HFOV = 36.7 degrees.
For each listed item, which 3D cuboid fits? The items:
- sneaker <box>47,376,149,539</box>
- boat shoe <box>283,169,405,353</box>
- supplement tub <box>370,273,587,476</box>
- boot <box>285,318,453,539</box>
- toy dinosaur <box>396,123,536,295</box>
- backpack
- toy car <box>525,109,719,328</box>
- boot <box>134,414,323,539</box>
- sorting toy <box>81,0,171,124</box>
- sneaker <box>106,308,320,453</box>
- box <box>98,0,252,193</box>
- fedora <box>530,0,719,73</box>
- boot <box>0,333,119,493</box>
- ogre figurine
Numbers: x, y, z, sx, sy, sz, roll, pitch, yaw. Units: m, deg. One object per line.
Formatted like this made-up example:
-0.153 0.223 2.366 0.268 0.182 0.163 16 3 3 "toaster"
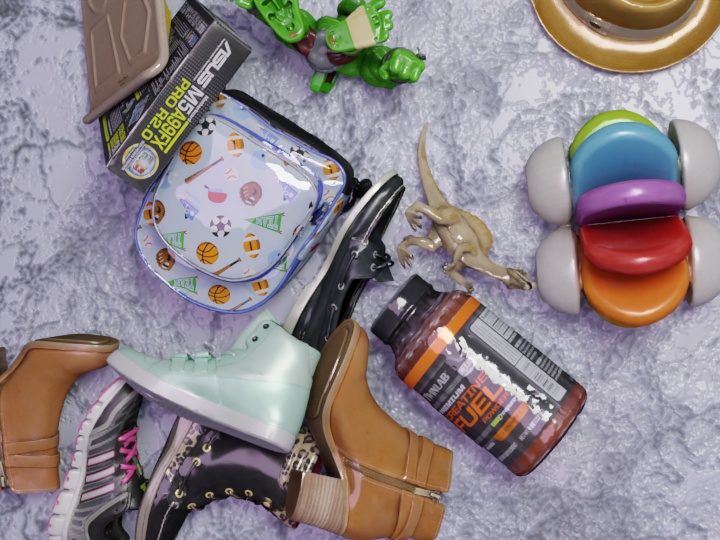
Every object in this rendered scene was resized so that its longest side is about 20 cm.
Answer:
-0.244 0.200 1.098 0.087 0.074 0.201 23 99 9 "sneaker"
-0.001 0.000 1.049 0.066 0.074 0.200 35 99 13 "boat shoe"
0.106 0.092 1.019 0.200 0.107 0.107 39 97 7 "supplement tub"
0.023 0.158 1.032 0.154 0.077 0.202 14 81 -19 "boot"
0.080 -0.042 1.036 0.201 0.101 0.058 55 138 17 "toy dinosaur"
-0.118 -0.056 1.038 0.199 0.154 0.191 33 105 5 "backpack"
0.239 -0.047 0.971 0.173 0.150 0.202 -6 90 10 "toy car"
-0.128 0.218 1.078 0.150 0.073 0.201 22 86 9 "boot"
-0.225 -0.257 1.046 0.036 0.185 0.202 3 80 -34 "sorting toy"
-0.135 0.086 1.036 0.199 0.074 0.119 19 71 12 "sneaker"
-0.180 -0.172 1.019 0.044 0.200 0.161 35 97 -24 "box"
0.250 -0.282 0.999 0.199 0.082 0.203 0 90 10 "fedora"
-0.323 0.148 1.111 0.198 0.074 0.156 -10 88 22 "boot"
-0.030 -0.221 1.030 0.198 0.120 0.099 6 88 8 "ogre figurine"
